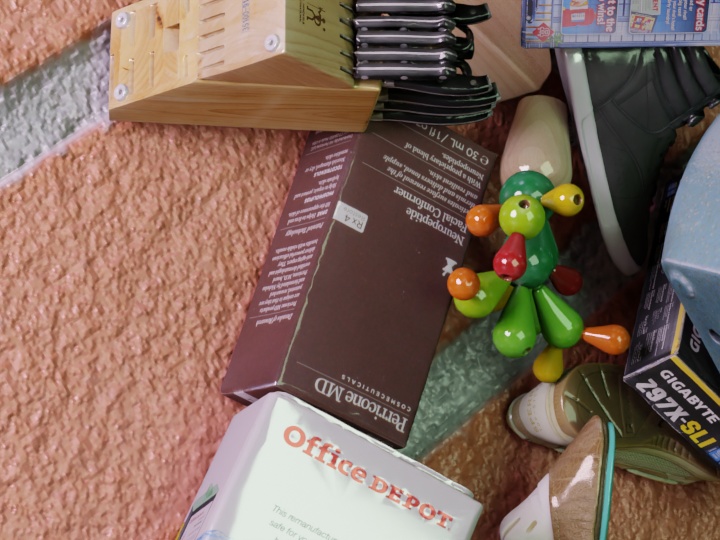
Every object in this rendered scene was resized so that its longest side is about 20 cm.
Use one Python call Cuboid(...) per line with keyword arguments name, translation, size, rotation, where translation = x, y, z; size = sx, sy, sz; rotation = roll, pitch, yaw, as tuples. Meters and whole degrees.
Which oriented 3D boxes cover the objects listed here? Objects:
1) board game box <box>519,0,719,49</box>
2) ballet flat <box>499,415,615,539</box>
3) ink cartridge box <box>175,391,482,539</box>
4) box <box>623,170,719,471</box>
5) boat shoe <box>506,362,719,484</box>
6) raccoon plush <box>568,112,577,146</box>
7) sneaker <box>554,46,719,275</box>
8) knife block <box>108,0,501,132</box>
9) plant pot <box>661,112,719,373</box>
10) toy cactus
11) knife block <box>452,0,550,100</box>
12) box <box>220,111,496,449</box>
Cuboid(name="board game box", translation=(0.211, -0.197, 1.296), size=(0.200, 0.199, 0.062), rotation=(-68, 162, -53))
Cuboid(name="ballet flat", translation=(0.123, 0.188, 1.320), size=(0.072, 0.068, 0.201), rotation=(0, 107, 6))
Cuboid(name="ink cartridge box", translation=(-0.040, 0.192, 1.210), size=(0.145, 0.084, 0.200), rotation=(29, 68, -12))
Cuboid(name="box", translation=(0.256, 0.044, 1.410), size=(0.160, 0.049, 0.200), rotation=(44, 40, -21))
Cuboid(name="boat shoe", translation=(0.189, 0.104, 1.402), size=(0.200, 0.063, 0.073), rotation=(9, 71, -37))
Cuboid(name="raccoon plush", translation=(0.175, -0.176, 1.433), size=(0.097, 0.134, 0.200), rotation=(7, 46, -16))
Cuboid(name="sneaker", translation=(0.188, -0.083, 1.346), size=(0.099, 0.071, 0.200), rotation=(-15, 127, 3))
Cuboid(name="knife block", translation=(-0.025, -0.118, 1.240), size=(0.175, 0.200, 0.064), rotation=(22, 62, -48))
Cuboid(name="plant pot", translation=(0.301, -0.015, 1.283), size=(0.200, 0.196, 0.197), rotation=(-40, 115, -17))
Cuboid(name="toy cactus", translation=(0.112, -0.027, 1.298), size=(0.200, 0.102, 0.165), rotation=(49, 45, -64))
Cuboid(name="knife block", translation=(0.021, -0.201, 1.322), size=(0.175, 0.064, 0.201), rotation=(-7, 87, -32))
Cuboid(name="box", translation=(0.000, 0.000, 1.284), size=(0.100, 0.075, 0.200), rotation=(27, 72, -26))
